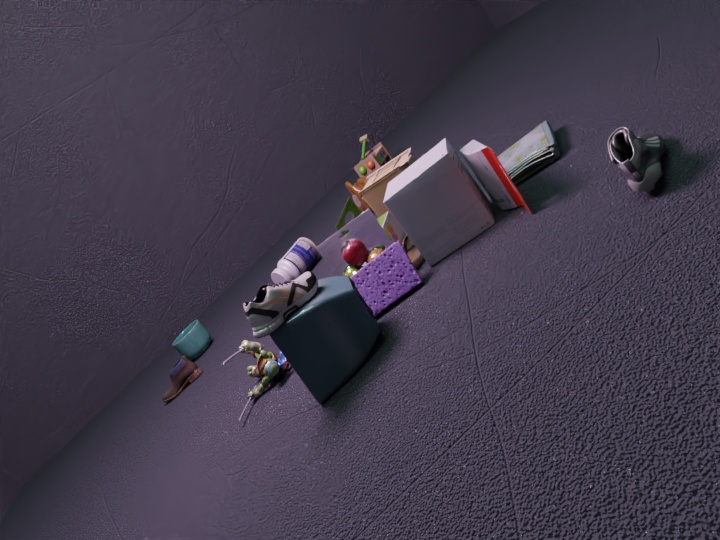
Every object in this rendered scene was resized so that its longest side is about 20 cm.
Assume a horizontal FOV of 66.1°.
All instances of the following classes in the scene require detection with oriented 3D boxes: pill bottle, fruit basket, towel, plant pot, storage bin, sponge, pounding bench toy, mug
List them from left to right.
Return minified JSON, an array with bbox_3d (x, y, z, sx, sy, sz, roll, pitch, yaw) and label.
[{"bbox_3d":[-0.733,0.309,2.438,0.151,0.115,0.185,-42,15,0],"label":"mug"},{"bbox_3d":[-0.256,-0.024,2.167,0.115,0.116,0.201,-18,28,53],"label":"pill bottle"},{"bbox_3d":[-0.070,0.124,1.231,0.198,0.198,0.197,-35,16,2],"label":"plant pot"},{"bbox_3d":[0.011,-0.025,1.396,0.183,0.203,0.094,-33,2,25],"label":"fruit basket"},{"bbox_3d":[0.043,-0.511,2.556,0.123,0.201,0.157,-26,20,38],"label":"pounding bench toy"},{"bbox_3d":[0.044,0.034,1.322,0.198,0.113,0.030,-37,-10,16],"label":"sponge"},{"bbox_3d":[0.130,-0.213,1.588,0.196,0.201,0.095,-26,22,40],"label":"storage bin"},{"bbox_3d":[0.413,-0.289,1.395,0.169,0.048,0.202,-32,19,28],"label":"towel"}]

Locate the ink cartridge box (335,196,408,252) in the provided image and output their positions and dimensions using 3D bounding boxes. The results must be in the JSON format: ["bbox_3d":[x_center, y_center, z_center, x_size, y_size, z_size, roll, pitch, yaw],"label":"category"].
[{"bbox_3d":[0.037,-0.103,1.504,0.075,0.200,0.150,-27,27,36],"label":"ink cartridge box"}]

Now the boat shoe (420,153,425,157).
[{"bbox_3d":[0.228,-0.355,1.967,0.072,0.063,0.202,-31,19,31],"label":"boat shoe"}]

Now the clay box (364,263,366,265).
[{"bbox_3d":[0.000,0.000,1.626,0.198,0.048,0.116,-26,22,46],"label":"clay box"}]

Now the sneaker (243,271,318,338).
[{"bbox_3d":[-0.162,0.051,1.150,0.073,0.081,0.200,-15,21,43],"label":"sneaker"}]

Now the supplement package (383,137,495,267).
[{"bbox_3d":[0.188,-0.164,1.329,0.189,0.201,0.148,-33,17,21],"label":"supplement package"}]

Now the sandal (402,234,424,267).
[{"bbox_3d":[0.138,-0.067,1.460,0.079,0.054,0.202,-32,19,29],"label":"sandal"}]

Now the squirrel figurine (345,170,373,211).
[{"bbox_3d":[0.065,-0.325,2.213,0.185,0.144,0.199,-35,28,-17],"label":"squirrel figurine"}]

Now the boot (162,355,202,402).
[{"bbox_3d":[-0.716,0.419,2.149,0.199,0.097,0.075,-40,16,4],"label":"boot"}]

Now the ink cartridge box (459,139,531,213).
[{"bbox_3d":[0.299,-0.203,1.237,0.047,0.161,0.201,-34,17,12],"label":"ink cartridge box"}]

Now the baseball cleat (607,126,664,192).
[{"bbox_3d":[0.475,-0.215,0.952,0.069,0.107,0.201,-35,15,35],"label":"baseball cleat"}]

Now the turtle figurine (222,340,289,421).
[{"bbox_3d":[-0.300,0.262,1.492,0.199,0.145,0.193,-41,12,-13],"label":"turtle figurine"}]
